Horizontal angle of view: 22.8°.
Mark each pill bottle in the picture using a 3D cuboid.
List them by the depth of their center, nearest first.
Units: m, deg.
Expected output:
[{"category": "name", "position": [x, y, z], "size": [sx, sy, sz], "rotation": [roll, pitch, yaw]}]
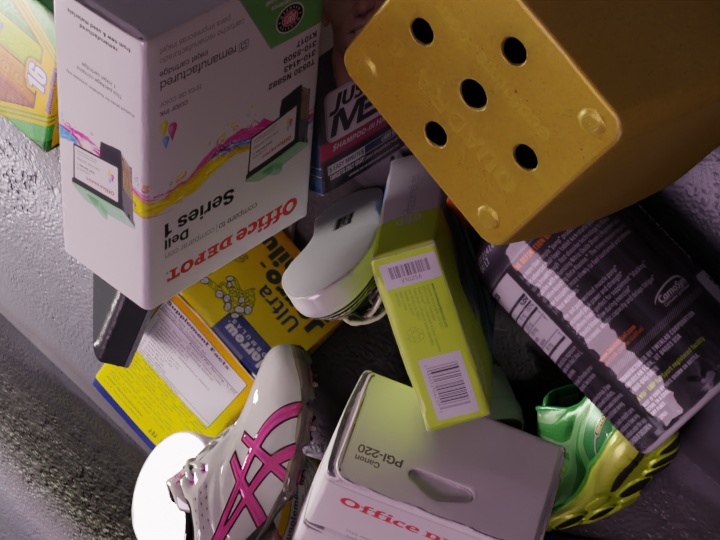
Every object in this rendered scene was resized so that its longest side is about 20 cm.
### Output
[{"category": "pill bottle", "position": [0.143, 0.006, 1.089], "size": [0.200, 0.106, 0.106], "rotation": [47, 142, 9]}, {"category": "pill bottle", "position": [-0.070, 0.193, 1.373], "size": [0.114, 0.200, 0.115], "rotation": [-23, 56, 40]}]

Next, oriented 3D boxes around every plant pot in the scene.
[{"category": "plant pot", "position": [0.113, -0.130, 0.957], "size": [0.200, 0.176, 0.200], "rotation": [51, 142, 4]}]

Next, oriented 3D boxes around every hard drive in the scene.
[{"category": "hard drive", "position": [-0.154, -0.047, 1.312], "size": [0.033, 0.140, 0.200], "rotation": [15, 123, -19]}]

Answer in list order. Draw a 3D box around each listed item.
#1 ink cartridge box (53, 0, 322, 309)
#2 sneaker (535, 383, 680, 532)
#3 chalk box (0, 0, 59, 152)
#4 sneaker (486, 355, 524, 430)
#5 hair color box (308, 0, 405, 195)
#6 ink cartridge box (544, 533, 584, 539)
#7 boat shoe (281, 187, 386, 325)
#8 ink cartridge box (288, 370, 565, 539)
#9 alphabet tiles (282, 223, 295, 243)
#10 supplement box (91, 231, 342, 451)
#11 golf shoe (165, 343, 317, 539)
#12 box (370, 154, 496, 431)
[{"category": "ink cartridge box", "position": [-0.102, -0.097, 1.073], "size": [0.084, 0.145, 0.201], "rotation": [34, 139, 29]}, {"category": "sneaker", "position": [0.153, 0.122, 1.213], "size": [0.200, 0.074, 0.084], "rotation": [-55, 48, 55]}, {"category": "chalk box", "position": [-0.248, -0.209, 1.324], "size": [0.200, 0.124, 0.125], "rotation": [38, 137, 20]}, {"category": "sneaker", "position": [0.069, 0.115, 1.303], "size": [0.200, 0.073, 0.085], "rotation": [115, 143, -56]}, {"category": "hair color box", "position": [-0.018, -0.160, 1.137], "size": [0.060, 0.100, 0.201], "rotation": [25, 134, 35]}, {"category": "ink cartridge box", "position": [0.154, 0.271, 1.310], "size": [0.200, 0.076, 0.137], "rotation": [3, 120, 48]}, {"category": "boat shoe", "position": [0.000, 0.000, 1.191], "size": [0.071, 0.200, 0.064], "rotation": [-23, 104, 15]}, {"category": "ink cartridge box", "position": [0.037, 0.164, 1.199], "size": [0.145, 0.085, 0.200], "rotation": [21, 151, -1]}, {"category": "alphabet tiles", "position": [-0.126, -0.076, 1.398], "size": [0.200, 0.006, 0.167], "rotation": [34, 138, 25]}, {"category": "supplement box", "position": [-0.111, 0.060, 1.394], "size": [0.109, 0.109, 0.200], "rotation": [47, 145, 2]}, {"category": "golf shoe", "position": [-0.086, 0.144, 1.244], "size": [0.092, 0.201, 0.073], "rotation": [16, 172, -9]}, {"category": "box", "position": [0.050, 0.004, 1.154], "size": [0.047, 0.200, 0.122], "rotation": [-15, 110, 11]}]
